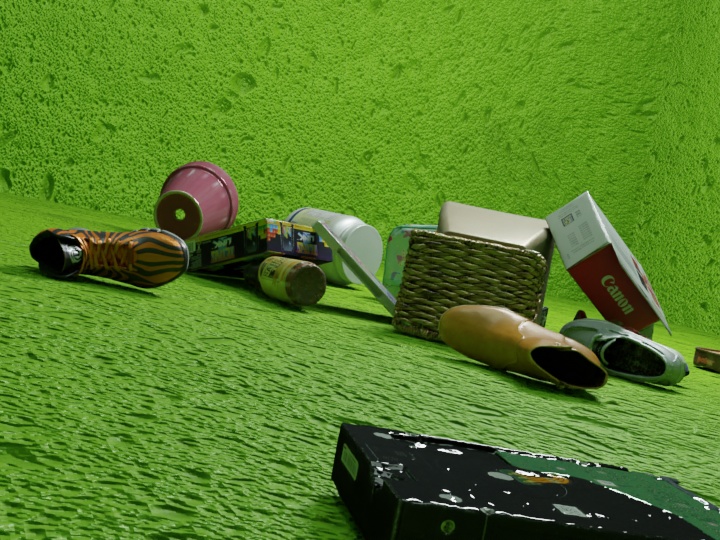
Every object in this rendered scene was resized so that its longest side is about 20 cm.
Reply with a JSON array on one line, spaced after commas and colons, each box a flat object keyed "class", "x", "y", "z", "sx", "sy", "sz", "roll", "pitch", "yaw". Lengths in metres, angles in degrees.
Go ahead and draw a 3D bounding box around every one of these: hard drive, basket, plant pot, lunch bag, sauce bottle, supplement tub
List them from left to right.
[{"class": "plant pot", "x": -0.414, "y": -0.151, "z": 2.482, "sx": 0.196, "sy": 0.204, "sz": 0.179, "roll": 12, "pitch": 18, "yaw": 8}, {"class": "sauce bottle", "x": -0.120, "y": 0.013, "z": 1.519, "sx": 0.065, "sy": 0.067, "sz": 0.199, "roll": 9, "pitch": -1, "yaw": -32}, {"class": "supplement tub", "x": -0.064, "y": -0.050, "z": 2.157, "sx": 0.198, "sy": 0.148, "sz": 0.144, "roll": 14, "pitch": 4, "yaw": 44}, {"class": "lunch bag", "x": 0.136, "y": -0.001, "z": 1.934, "sx": 0.197, "sy": 0.164, "sz": 0.077, "roll": 6, "pitch": -6, "yaw": 39}, {"class": "basket", "x": 0.157, "y": 0.037, "z": 1.457, "sx": 0.196, "sy": 0.152, "sz": 0.143, "roll": 10, "pitch": -4, "yaw": 14}, {"class": "plant pot", "x": 0.197, "y": 0.010, "z": 1.620, "sx": 0.196, "sy": 0.204, "sz": 0.177, "roll": 12, "pitch": 8, "yaw": 11}, {"class": "hard drive", "x": 0.092, "y": 0.121, "z": 0.495, "sx": 0.196, "sy": 0.039, "sz": 0.140, "roll": 10, "pitch": 3, "yaw": -13}]

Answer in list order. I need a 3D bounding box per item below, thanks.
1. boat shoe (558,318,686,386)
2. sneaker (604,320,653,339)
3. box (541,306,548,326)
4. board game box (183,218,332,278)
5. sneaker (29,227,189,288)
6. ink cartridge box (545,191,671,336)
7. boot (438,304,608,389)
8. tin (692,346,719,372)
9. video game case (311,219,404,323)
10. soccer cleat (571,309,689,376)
[{"class": "boat shoe", "x": 0.360, "y": 0.112, "z": 1.449, "sx": 0.199, "sy": 0.071, "sz": 0.071, "roll": 17, "pitch": 3, "yaw": 40}, {"class": "sneaker", "x": 0.419, "y": 0.087, "z": 1.717, "sx": 0.197, "sy": 0.118, "sz": 0.075, "roll": 10, "pitch": 3, "yaw": -32}, {"class": "box", "x": 0.289, "y": 0.081, "z": 2.050, "sx": 0.157, "sy": 0.045, "sz": 0.200, "roll": 13, "pitch": 3, "yaw": 15}, {"class": "board game box", "x": -0.171, "y": -0.031, "z": 1.680, "sx": 0.198, "sy": 0.058, "sz": 0.164, "roll": -11, "pitch": -13, "yaw": 37}, {"class": "sneaker", "x": -0.317, "y": -0.013, "z": 1.257, "sx": 0.196, "sy": 0.079, "sz": 0.112, "roll": 1, "pitch": 4, "yaw": 15}, {"class": "ink cartridge box", "x": 0.388, "y": 0.009, "z": 1.593, "sx": 0.200, "sy": 0.083, "sz": 0.177, "roll": 45, "pitch": 22, "yaw": -34}, {"class": "boot", "x": 0.186, "y": 0.087, "z": 1.187, "sx": 0.198, "sy": 0.072, "sz": 0.144, "roll": 17, "pitch": 0, "yaw": 5}, {"class": "tin", "x": 0.717, "y": 0.179, "z": 1.945, "sx": 0.197, "sy": 0.043, "sz": 0.111, "roll": 10, "pitch": 7, "yaw": -34}, {"class": "video game case", "x": 0.000, "y": 0.000, "z": 1.591, "sx": 0.200, "sy": 0.018, "sz": 0.143, "roll": 48, "pitch": 2, "yaw": -2}, {"class": "soccer cleat", "x": 0.403, "y": 0.114, "z": 1.542, "sx": 0.198, "sy": 0.075, "sz": 0.068, "roll": 13, "pitch": 4, "yaw": 39}]
